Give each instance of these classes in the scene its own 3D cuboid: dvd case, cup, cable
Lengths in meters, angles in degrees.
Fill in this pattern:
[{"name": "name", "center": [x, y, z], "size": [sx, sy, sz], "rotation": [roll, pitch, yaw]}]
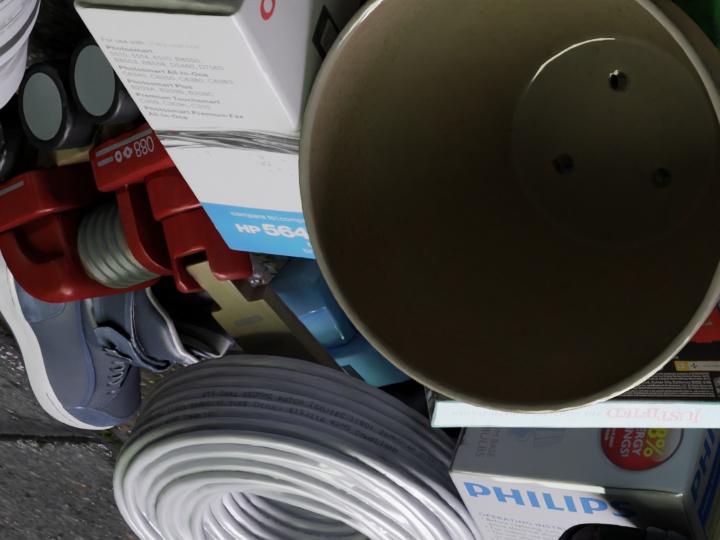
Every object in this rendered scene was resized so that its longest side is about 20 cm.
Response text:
[{"name": "dvd case", "center": [0.092, -0.002, 1.380], "size": [0.146, 0.200, 0.022], "rotation": [0, 133, -9]}, {"name": "cup", "center": [0.091, -0.049, 1.297], "size": [0.200, 0.200, 0.143], "rotation": [6, -168, 22]}, {"name": "cable", "center": [-0.027, 0.119, 1.521], "size": [0.200, 0.069, 0.200], "rotation": [28, 147, -15]}]

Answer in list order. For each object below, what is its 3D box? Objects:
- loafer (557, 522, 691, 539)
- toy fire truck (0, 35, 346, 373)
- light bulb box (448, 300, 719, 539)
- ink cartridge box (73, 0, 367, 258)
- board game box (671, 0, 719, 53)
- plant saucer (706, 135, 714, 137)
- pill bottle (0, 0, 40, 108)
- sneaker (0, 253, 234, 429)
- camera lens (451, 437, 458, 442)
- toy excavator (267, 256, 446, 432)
[{"name": "loafer", "center": [0.178, 0.168, 1.395], "size": [0.200, 0.072, 0.063], "rotation": [33, 140, -32]}, {"name": "toy fire truck", "center": [-0.098, -0.014, 1.506], "size": [0.129, 0.200, 0.176], "rotation": [-9, 173, -40]}, {"name": "light bulb box", "center": [0.146, 0.073, 1.517], "size": [0.125, 0.198, 0.200], "rotation": [4, 149, 21]}, {"name": "ink cartridge box", "center": [-0.036, -0.118, 1.328], "size": [0.084, 0.146, 0.200], "rotation": [8, 152, 24]}, {"name": "board game box", "center": [0.229, -0.130, 1.260], "size": [0.200, 0.040, 0.153], "rotation": [-2, 147, 34]}, {"name": "plant saucer", "center": [0.242, -0.069, 1.334], "size": [0.200, 0.070, 0.019], "rotation": [-2, 110, 36]}, {"name": "pill bottle", "center": [-0.208, -0.158, 1.385], "size": [0.114, 0.114, 0.200], "rotation": [16, 150, 3]}, {"name": "sneaker", "center": [-0.131, 0.045, 1.764], "size": [0.146, 0.077, 0.202], "rotation": [10, 151, 21]}, {"name": "camera lens", "center": [0.005, 0.176, 1.835], "size": [0.200, 0.160, 0.160], "rotation": [9, 152, 16]}, {"name": "toy excavator", "center": [0.000, 0.000, 1.541], "size": [0.194, 0.100, 0.200], "rotation": [-15, 115, 40]}]
